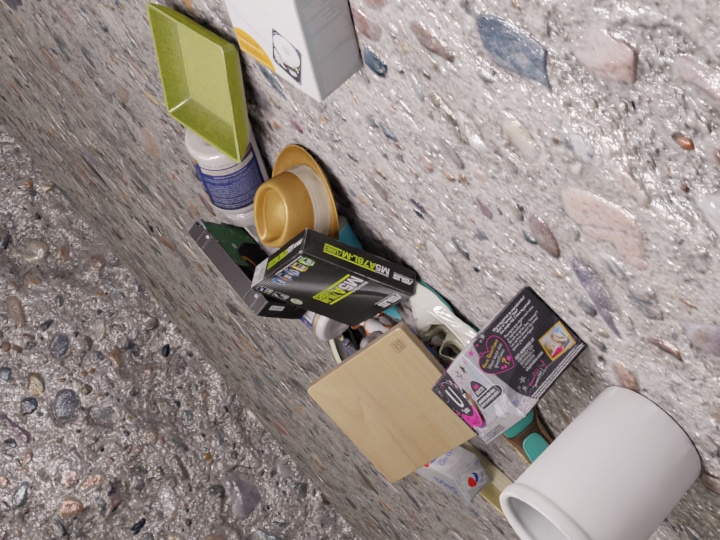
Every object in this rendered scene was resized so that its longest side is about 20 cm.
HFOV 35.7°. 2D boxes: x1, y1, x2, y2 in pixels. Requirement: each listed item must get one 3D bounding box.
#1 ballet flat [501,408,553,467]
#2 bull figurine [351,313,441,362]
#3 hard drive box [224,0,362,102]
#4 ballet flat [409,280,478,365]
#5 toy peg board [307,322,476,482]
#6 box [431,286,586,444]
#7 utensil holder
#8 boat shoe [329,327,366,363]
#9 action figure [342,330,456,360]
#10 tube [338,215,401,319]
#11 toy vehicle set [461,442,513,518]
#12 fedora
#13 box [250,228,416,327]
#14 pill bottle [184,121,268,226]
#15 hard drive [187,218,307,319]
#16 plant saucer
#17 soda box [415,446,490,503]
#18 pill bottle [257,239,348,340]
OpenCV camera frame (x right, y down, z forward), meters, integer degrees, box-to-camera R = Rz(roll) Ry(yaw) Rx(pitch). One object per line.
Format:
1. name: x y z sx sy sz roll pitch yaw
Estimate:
1. ballet flat: 0.237 0.232 1.676 0.202 0.070 0.065 60 173 -22
2. bull figurine: 0.069 0.136 1.873 0.199 0.065 0.122 31 158 45
3. hard drive box: -0.090 -0.318 1.290 0.155 0.077 0.201 37 158 32
4. ballet flat: 0.126 0.092 1.643 0.200 0.069 0.070 41 161 23
5. toy peg board: 0.063 0.178 1.663 0.198 0.098 0.200 -36 103 31
6. box: 0.187 0.129 1.463 0.115 0.132 0.200 43 162 8
7. utensil holder: 0.297 0.268 1.381 0.170 0.200 0.171 41 161 18
8. boat shoe: -0.041 0.084 2.038 0.062 0.074 0.204 -18 106 33
9. action figure: 0.074 0.156 1.772 0.192 0.105 0.201 14 149 50
10. tube: 0.000 0.000 1.793 0.077 0.050 0.201 29 157 52
11. toy vehicle set: 0.207 0.365 2.078 0.199 0.026 0.125 41 161 23
12. fedora: -0.110 -0.089 1.704 0.200 0.081 0.204 35 135 45
13. box: -0.044 0.016 1.704 0.191 0.048 0.199 24 154 -21
14. pill bottle: -0.212 -0.164 1.836 0.111 0.111 0.201 38 159 29
15. hard drive: -0.184 -0.001 1.848 0.200 0.038 0.139 48 -163 22
16. plant saucer: -0.234 -0.290 1.685 0.199 0.048 0.202 36 145 36
17. soda box: 0.145 0.348 2.042 0.199 0.063 0.069 20 147 56
18. pill bottle: -0.096 0.018 1.943 0.200 0.111 0.112 41 161 23
